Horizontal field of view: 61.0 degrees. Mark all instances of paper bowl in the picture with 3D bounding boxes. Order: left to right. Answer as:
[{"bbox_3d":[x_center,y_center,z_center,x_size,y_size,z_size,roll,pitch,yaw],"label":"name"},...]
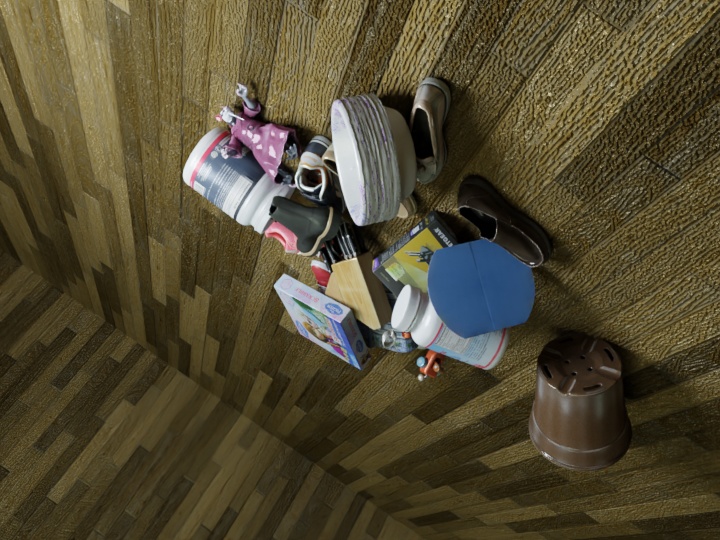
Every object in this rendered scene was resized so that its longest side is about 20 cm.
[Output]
[{"bbox_3d":[0.023,-0.180,0.981,0.201,0.103,0.203,166,90,-81],"label":"paper bowl"}]

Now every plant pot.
[{"bbox_3d":[0.423,0.244,1.179,0.199,0.201,0.200,13,136,32],"label":"plant pot"}]

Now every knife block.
[{"bbox_3d":[0.000,0.000,1.276,0.199,0.064,0.177,32,119,21],"label":"knife block"}]

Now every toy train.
[{"bbox_3d":[0.143,0.159,1.332,0.200,0.151,0.055,36,172,-38],"label":"toy train"}]

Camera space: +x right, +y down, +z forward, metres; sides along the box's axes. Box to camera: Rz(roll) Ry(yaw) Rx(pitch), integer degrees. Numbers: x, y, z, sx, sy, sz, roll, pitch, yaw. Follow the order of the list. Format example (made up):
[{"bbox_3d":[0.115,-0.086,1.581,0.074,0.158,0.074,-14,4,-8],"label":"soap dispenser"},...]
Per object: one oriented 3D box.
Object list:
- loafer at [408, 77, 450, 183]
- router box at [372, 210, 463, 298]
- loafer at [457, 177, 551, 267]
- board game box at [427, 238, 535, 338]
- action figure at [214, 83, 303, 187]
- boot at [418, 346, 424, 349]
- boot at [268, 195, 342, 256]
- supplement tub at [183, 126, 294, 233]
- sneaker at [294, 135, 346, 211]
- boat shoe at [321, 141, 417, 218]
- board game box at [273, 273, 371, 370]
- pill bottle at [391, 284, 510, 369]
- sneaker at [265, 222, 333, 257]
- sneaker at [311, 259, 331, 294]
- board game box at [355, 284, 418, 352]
[{"bbox_3d":[0.098,-0.206,0.966,0.071,0.063,0.201,23,148,17],"label":"loafer"},{"bbox_3d":[0.144,0.012,1.159,0.157,0.052,0.200,-39,109,18],"label":"router box"},{"bbox_3d":[0.232,-0.066,1.026,0.199,0.071,0.073,38,150,-7],"label":"loafer"},{"bbox_3d":[0.206,0.030,1.068,0.039,0.198,0.160,135,121,-73],"label":"board game box"},{"bbox_3d":[-0.193,-0.263,1.172,0.199,0.135,0.149,38,-165,19],"label":"action figure"},{"bbox_3d":[0.069,0.106,1.438,0.198,0.073,0.145,7,140,27],"label":"boot"},{"bbox_3d":[-0.132,-0.096,1.228,0.137,0.078,0.200,15,156,-18],"label":"boot"},{"bbox_3d":[-0.249,-0.184,1.260,0.199,0.141,0.140,36,150,-4],"label":"supplement tub"},{"bbox_3d":[-0.081,-0.162,1.192,0.078,0.080,0.201,18,148,22],"label":"sneaker"},{"bbox_3d":[0.015,-0.156,1.117,0.199,0.065,0.071,39,150,-7],"label":"boat shoe"},{"bbox_3d":[-0.083,0.117,1.366,0.198,0.041,0.201,26,153,33],"label":"board game box"},{"bbox_3d":[0.162,0.098,1.110,0.198,0.110,0.109,21,151,-10],"label":"pill bottle"},{"bbox_3d":[-0.127,-0.061,1.371,0.199,0.087,0.074,32,151,4],"label":"sneaker"},{"bbox_3d":[-0.077,0.059,1.419,0.071,0.113,0.200,20,164,31],"label":"sneaker"},{"bbox_3d":[0.024,0.076,1.372,0.199,0.062,0.202,12,123,40],"label":"board game box"}]
